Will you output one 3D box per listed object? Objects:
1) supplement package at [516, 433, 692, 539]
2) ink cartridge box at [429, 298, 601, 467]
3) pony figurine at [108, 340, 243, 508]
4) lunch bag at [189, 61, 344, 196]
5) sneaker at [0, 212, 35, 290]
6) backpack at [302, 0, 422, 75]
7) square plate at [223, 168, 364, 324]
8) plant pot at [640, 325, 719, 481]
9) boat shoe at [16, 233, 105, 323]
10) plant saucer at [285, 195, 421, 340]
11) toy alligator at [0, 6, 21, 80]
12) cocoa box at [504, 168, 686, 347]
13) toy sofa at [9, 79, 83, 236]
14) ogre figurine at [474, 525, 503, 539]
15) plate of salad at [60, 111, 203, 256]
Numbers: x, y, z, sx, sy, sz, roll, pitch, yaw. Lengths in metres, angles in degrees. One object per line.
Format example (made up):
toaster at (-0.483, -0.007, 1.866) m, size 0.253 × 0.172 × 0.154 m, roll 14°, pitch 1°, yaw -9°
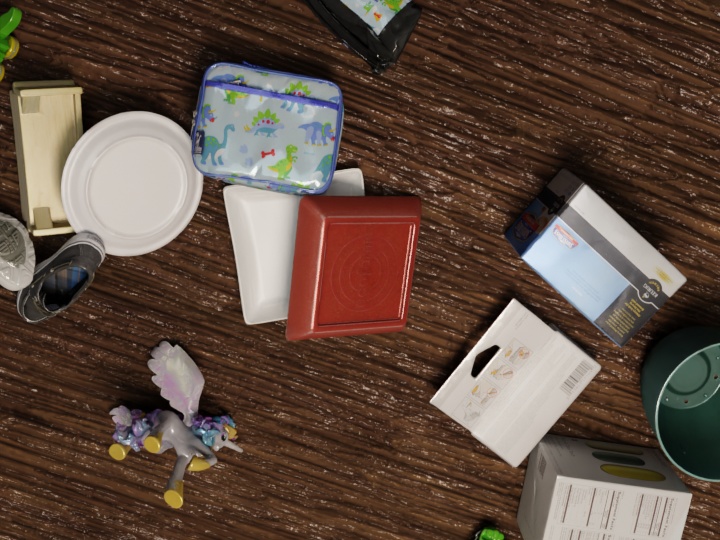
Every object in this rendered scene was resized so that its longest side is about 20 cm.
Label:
supplement package at (0.351, 0.348, 1.435) m, size 0.197 × 0.152 × 0.153 m, roll 9°, pitch 104°, yaw -4°
ink cartridge box at (0.224, 0.161, 1.436) m, size 0.175 × 0.045 × 0.201 m, roll 37°, pitch 100°, yaw -11°
pony figurine at (-0.268, 0.224, 1.378) m, size 0.192 × 0.200 × 0.167 m, roll 37°, pitch 108°, yaw 5°
lunch bag at (-0.124, -0.190, 1.302) m, size 0.197 × 0.082 × 0.164 m, roll 11°, pitch 89°, yaw -4°
sneaker at (-0.521, -0.043, 1.333) m, size 0.200 × 0.078 × 0.100 m, roll 48°, pitch 130°, yaw 8°
backpack at (-0.012, -0.365, 1.242) m, size 0.198 × 0.163 × 0.155 m, roll 30°, pitch 93°, yaw -3°
square plate at (-0.082, -0.035, 1.382) m, size 0.195 × 0.028 × 0.203 m, roll -8°, pitch 105°, yaw -1°
plant pot at (0.491, 0.172, 1.389) m, size 0.197 × 0.161 × 0.204 m, roll -1°, pitch 104°, yaw -2°
boat shoe at (-0.414, 0.027, 1.328) m, size 0.199 × 0.067 × 0.070 m, roll -34°, pitch 123°, yaw 32°
plant saucer at (0.000, 0.000, 1.343) m, size 0.197 × 0.037 × 0.203 m, roll -2°, pitch 107°, yaw -32°
toy alligator at (-0.514, -0.270, 1.293) m, size 0.054 × 0.059 × 0.201 m, roll 43°, pitch 104°, yaw 31°
cocoa box at (0.319, -0.019, 1.346) m, size 0.199 × 0.134 × 0.132 m, roll 40°, pitch 101°, yaw -11°
toy sofa at (-0.418, -0.153, 1.319) m, size 0.082 × 0.097 × 0.203 m, roll -8°, pitch 106°, yaw -26°
ogre figurine at (0.208, 0.501, 1.497) m, size 0.119 × 0.098 × 0.201 m, roll -31°, pitch 122°, yaw -3°
plate of salad at (-0.309, -0.118, 1.322) m, size 0.198 × 0.048 × 0.203 m, roll -15°, pitch 119°, yaw -28°
